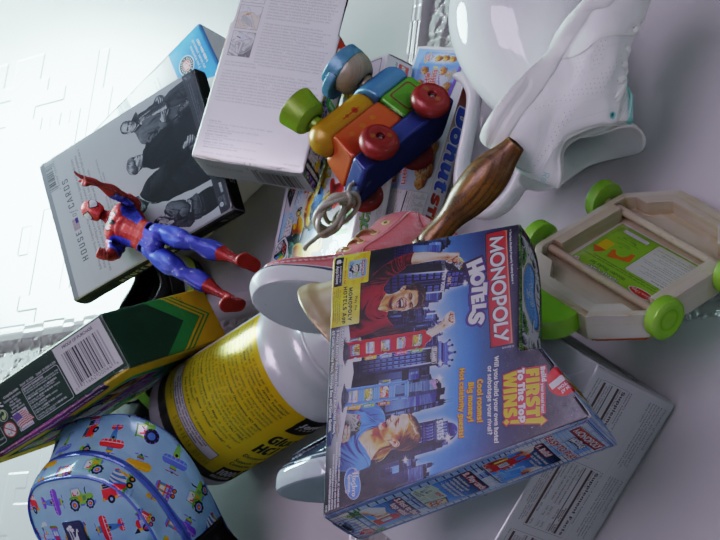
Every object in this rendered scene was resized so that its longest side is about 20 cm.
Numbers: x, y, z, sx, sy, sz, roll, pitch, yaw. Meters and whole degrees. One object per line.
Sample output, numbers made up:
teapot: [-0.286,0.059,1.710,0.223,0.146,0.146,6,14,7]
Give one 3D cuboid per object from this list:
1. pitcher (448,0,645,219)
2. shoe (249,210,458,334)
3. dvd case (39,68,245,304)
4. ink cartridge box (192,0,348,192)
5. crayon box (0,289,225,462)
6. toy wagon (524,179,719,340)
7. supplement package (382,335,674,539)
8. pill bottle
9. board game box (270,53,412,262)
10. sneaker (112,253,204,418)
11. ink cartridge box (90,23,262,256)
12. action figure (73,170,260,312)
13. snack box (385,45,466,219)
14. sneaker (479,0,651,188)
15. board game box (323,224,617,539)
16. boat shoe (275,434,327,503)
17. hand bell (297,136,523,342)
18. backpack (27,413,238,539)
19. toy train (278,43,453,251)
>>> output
pitcher: [0.127,-0.156,1.620,0.171,0.121,0.201,-30,64,25]
shoe: [0.000,0.000,1.625,0.072,0.199,0.091,124,147,-49]
dvd case: [-0.208,-0.077,1.839,0.199,0.025,0.151,-28,66,26]
ink cartridge box: [-0.070,-0.177,1.765,0.108,0.050,0.201,10,73,18]
crayon box: [-0.242,0.096,1.744,0.200,0.172,0.058,-33,84,25]
toy wagon: [0.188,0.003,1.470,0.199,0.040,0.155,-31,40,-22]
supplement package: [0.112,0.139,1.509,0.156,0.111,0.201,35,96,45]
pill bottle: [-0.079,0.098,1.703,0.200,0.112,0.113,-32,53,30]
board game box: [-0.018,-0.085,1.760,0.126,0.034,0.201,-14,59,52]
sneaker: [-0.214,0.067,1.862,0.071,0.083,0.201,5,76,44]
ink cartridge box: [-0.174,-0.113,1.902,0.200,0.084,0.145,-42,52,21]
action figure: [-0.194,-0.029,1.753,0.199,0.099,0.066,25,94,36]
snack box: [0.052,-0.100,1.730,0.072,0.024,0.201,10,79,46]
sneaker: [0.184,-0.154,1.508,0.088,0.075,0.200,38,91,7]
board game box: [0.077,0.076,1.380,0.199,0.062,0.201,-9,64,24]
boat shoe: [0.023,0.112,1.480,0.199,0.071,0.091,-20,59,27]
hand bell: [0.054,-0.023,1.500,0.200,0.104,0.104,-48,47,14]
backpack: [-0.204,0.230,1.686,0.182,0.201,0.135,-10,23,39]
toy train: [-0.023,-0.107,1.640,0.116,0.200,0.085,38,144,17]
